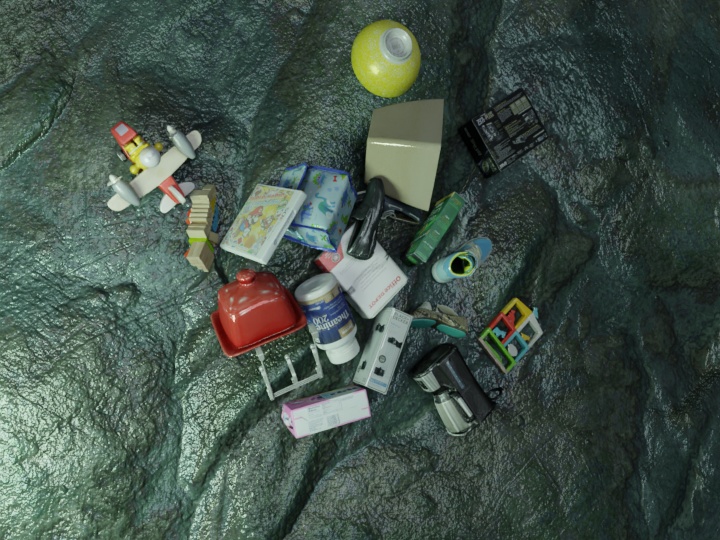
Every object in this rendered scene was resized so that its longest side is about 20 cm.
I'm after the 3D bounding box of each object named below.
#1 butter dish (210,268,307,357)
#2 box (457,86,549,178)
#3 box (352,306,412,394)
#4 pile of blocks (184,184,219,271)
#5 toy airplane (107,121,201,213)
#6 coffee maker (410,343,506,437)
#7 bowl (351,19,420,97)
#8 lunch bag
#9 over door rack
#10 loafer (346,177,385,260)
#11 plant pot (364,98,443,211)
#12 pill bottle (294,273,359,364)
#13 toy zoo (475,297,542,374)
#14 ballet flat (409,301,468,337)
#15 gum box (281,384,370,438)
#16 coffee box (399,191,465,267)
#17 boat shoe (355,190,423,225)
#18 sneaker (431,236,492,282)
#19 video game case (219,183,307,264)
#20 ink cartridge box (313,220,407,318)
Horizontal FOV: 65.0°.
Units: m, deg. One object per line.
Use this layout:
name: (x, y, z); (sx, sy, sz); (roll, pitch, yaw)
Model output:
butter dish: (-0.243, 0.065, 1.268); (0.197, 0.200, 0.150); (-20, 124, -17)
box: (0.400, -0.384, 1.581); (0.198, 0.086, 0.166); (-35, 96, -17)
box: (0.055, 0.196, 1.410); (0.059, 0.116, 0.204); (23, 78, -14)
pile of blocks: (-0.378, -0.100, 1.330); (0.061, 0.082, 0.205); (2, 79, 13)
toy airplane: (-0.462, -0.229, 1.266); (0.195, 0.141, 0.205); (4, 84, -18)
coffee maker: (0.250, 0.292, 1.472); (0.191, 0.134, 0.202); (-38, 99, -40)
bowl: (0.081, -0.574, 1.484); (0.196, 0.107, 0.205); (1, 85, -17)
lunch bag: (-0.128, -0.158, 1.362); (0.196, 0.128, 0.173); (13, 67, 21)
over door rack: (-0.164, 0.207, 1.320); (0.145, 0.202, 0.067); (-22, 50, -17)
loafer: (0.012, -0.128, 1.359); (0.069, 0.068, 0.205); (13, 85, -22)
plant pot: (0.104, -0.299, 1.406); (0.173, 0.202, 0.203); (8, 49, 2)
pill bottle: (-0.074, 0.119, 1.365); (0.110, 0.111, 0.203); (-29, 111, -17)
toy zoo: (0.427, 0.172, 1.580); (0.200, 0.020, 0.132); (-43, 99, -16)
ballet flat: (0.198, 0.124, 1.496); (0.196, 0.068, 0.077); (14, 60, -22)
gum box: (-0.087, 0.336, 1.354); (0.196, 0.113, 0.068); (-12, 89, -18)
coffee box: (0.186, -0.105, 1.475); (0.044, 0.123, 0.202); (37, 77, -8)
boat shoe: (0.073, -0.159, 1.469); (0.196, 0.075, 0.063); (10, 71, -26)
sneaker: (0.295, -0.032, 1.497); (0.198, 0.130, 0.081); (-32, 94, -18)
video game case: (-0.229, -0.114, 1.309); (0.023, 0.198, 0.184); (40, 74, -40)
ink cartridge box: (0.000, 0.000, 1.425); (0.147, 0.083, 0.201); (-43, 98, -15)
